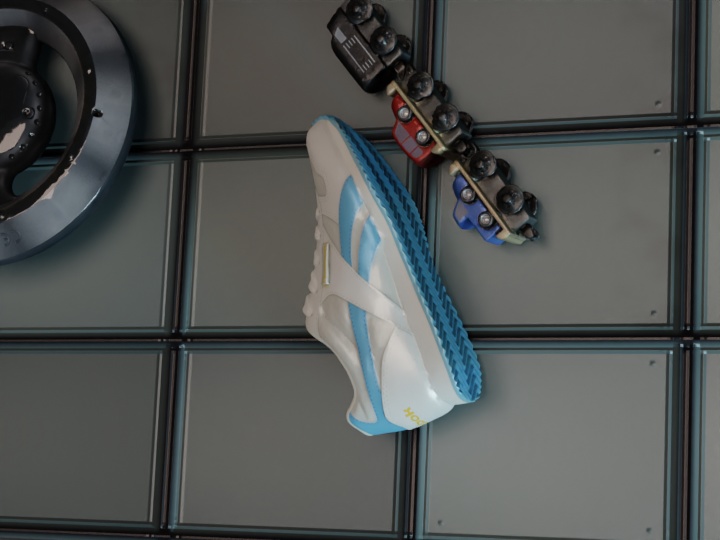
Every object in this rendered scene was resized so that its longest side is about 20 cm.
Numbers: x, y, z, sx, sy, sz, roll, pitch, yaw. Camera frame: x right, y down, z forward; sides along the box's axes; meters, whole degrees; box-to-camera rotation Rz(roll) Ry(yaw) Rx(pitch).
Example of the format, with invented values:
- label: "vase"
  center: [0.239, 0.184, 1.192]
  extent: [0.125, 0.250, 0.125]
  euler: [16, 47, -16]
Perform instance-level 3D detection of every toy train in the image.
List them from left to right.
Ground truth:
- label: "toy train"
  center: [0.041, -0.088, 1.126]
  extent: [0.046, 0.034, 0.200]
  euler: [-42, 68, 14]

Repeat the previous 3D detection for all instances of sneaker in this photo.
- label: "sneaker"
  center: [0.000, 0.000, 1.106]
  extent: [0.081, 0.076, 0.200]
  euler: [-26, 70, 18]

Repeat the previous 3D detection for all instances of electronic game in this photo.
- label: "electronic game"
  center: [-0.240, -0.099, 1.231]
  extent: [0.199, 0.042, 0.201]
  euler: [-6, 71, 18]
